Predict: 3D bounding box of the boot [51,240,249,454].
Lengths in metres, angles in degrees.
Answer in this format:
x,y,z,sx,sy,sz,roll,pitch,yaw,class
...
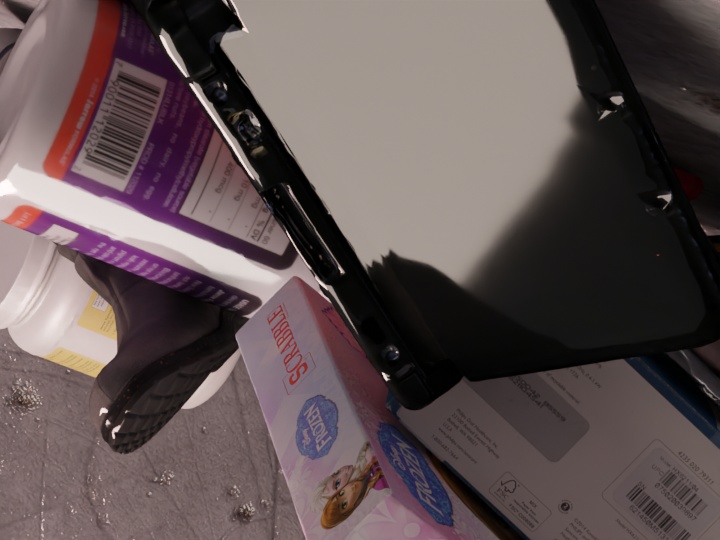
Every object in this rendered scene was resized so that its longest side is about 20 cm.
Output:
x,y,z,sx,sy,sz,roll,pitch,yaw,class
-0.118,0.005,1.018,0.132,0.070,0.200,42,-162,0,boot

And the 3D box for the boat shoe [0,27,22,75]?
x,y,z,sx,sy,sz,roll,pitch,yaw,class
-0.144,-0.076,1.134,0.066,0.072,0.200,13,173,21,boat shoe

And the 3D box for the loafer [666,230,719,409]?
x,y,z,sx,sy,sz,roll,pitch,yaw,class
0.137,0.011,0.819,0.200,0.063,0.072,38,-170,-23,loafer

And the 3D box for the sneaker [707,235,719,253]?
x,y,z,sx,sy,sz,roll,pitch,yaw,class
0.203,0.012,0.880,0.200,0.070,0.090,23,151,35,sneaker

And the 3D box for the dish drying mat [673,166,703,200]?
x,y,z,sx,sy,sz,roll,pitch,yaw,class
0.038,-0.065,0.884,0.200,0.018,0.077,22,173,-11,dish drying mat

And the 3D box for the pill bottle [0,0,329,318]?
x,y,z,sx,sy,sz,roll,pitch,yaw,class
-0.064,-0.043,0.964,0.200,0.111,0.111,23,173,-19,pill bottle

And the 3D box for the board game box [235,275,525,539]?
x,y,z,sx,sy,sz,roll,pitch,yaw,class
0.047,0.110,0.861,0.200,0.041,0.200,40,-171,-24,board game box

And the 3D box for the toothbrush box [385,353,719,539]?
x,y,z,sx,sy,sz,roll,pitch,yaw,class
0.093,0.058,0.899,0.146,0.085,0.200,43,-173,-2,toothbrush box

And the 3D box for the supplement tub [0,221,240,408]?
x,y,z,sx,sy,sz,roll,pitch,yaw,class
-0.201,0.017,1.759,0.200,0.145,0.145,24,173,-26,supplement tub

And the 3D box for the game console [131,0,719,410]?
x,y,z,sx,sy,sz,roll,pitch,yaw,class
0.013,-0.057,0.727,0.200,0.116,0.176,58,179,-40,game console
